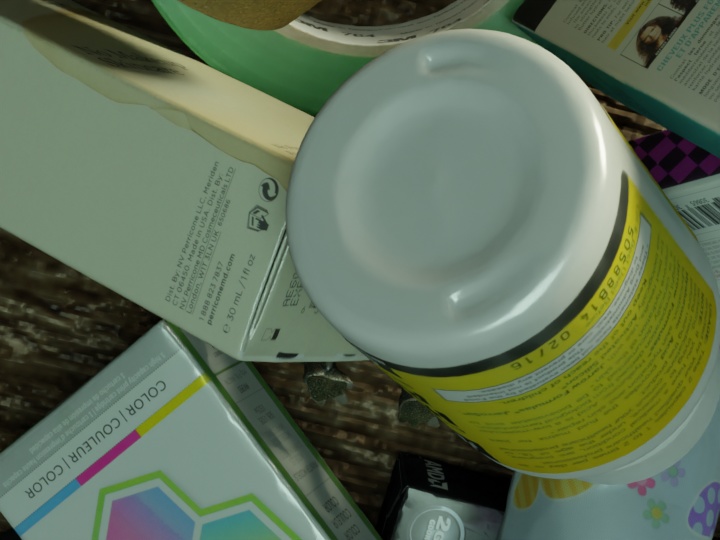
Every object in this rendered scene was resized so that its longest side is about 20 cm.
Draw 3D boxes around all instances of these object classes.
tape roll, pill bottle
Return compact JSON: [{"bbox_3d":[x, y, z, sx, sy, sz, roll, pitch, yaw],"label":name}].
[{"bbox_3d":[0.004,-0.160,0.973,0.199,0.048,0.202,-1,104,-2],"label":"tape roll"},{"bbox_3d":[0.061,0.007,0.864,0.110,0.200,0.112,-9,66,21],"label":"pill bottle"}]

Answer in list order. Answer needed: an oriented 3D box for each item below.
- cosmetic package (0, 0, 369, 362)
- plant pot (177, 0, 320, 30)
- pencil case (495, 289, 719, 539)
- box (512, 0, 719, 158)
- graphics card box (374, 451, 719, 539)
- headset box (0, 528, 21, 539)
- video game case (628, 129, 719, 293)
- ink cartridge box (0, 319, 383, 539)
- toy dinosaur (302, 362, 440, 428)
[{"bbox_3d":[-0.079,-0.039,0.921,0.199,0.103,0.074,28,103,28],"label":"cosmetic package"},{"bbox_3d":[-0.013,-0.189,0.861,0.186,0.187,0.201,31,113,-10],"label":"plant pot"},{"bbox_3d":[0.105,0.081,0.986,0.090,0.083,0.202,20,76,-31],"label":"pencil case"},{"bbox_3d":[0.128,-0.086,0.875,0.049,0.200,0.082,36,93,-24],"label":"box"},{"bbox_3d":[0.093,0.163,1.059,0.198,0.051,0.126,17,103,-6],"label":"graphics card box"},{"bbox_3d":[-0.172,0.225,1.040,0.173,0.093,0.201,-25,104,3],"label":"headset box"},{"bbox_3d":[0.215,-0.007,0.897,0.181,0.199,0.036,33,64,-25],"label":"video game case"},{"bbox_3d":[-0.049,0.124,1.005,0.104,0.059,0.201,-38,88,16],"label":"ink cartridge box"},{"bbox_3d":[0.000,0.000,1.001,0.198,0.103,0.077,-1,134,13],"label":"toy dinosaur"}]
